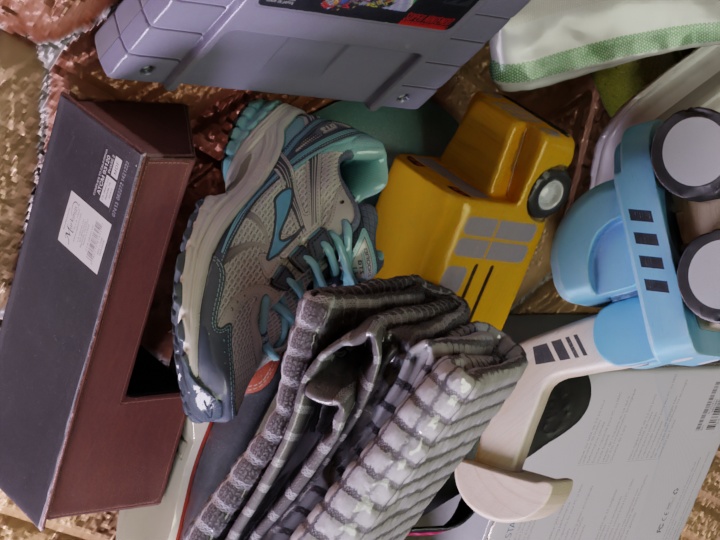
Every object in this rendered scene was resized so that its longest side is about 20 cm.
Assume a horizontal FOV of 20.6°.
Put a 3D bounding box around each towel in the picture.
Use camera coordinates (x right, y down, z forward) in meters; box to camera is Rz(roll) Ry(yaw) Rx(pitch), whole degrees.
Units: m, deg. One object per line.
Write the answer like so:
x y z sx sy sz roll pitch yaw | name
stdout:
0.138 -0.187 1.011 0.149 0.031 0.200 -16 136 -17 | towel
-0.009 0.086 0.931 0.166 0.086 0.200 -54 169 9 | towel

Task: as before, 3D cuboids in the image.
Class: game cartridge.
-0.011 -0.128 0.951 0.200 0.038 0.130 2 152 -41 | game cartridge

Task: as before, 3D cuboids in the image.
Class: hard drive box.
0.137 0.111 1.262 0.200 0.077 0.156 2 115 -43 | hard drive box

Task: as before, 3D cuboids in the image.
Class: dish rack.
0.207 -0.066 1.186 0.172 0.044 0.200 -37 157 -20 | dish rack

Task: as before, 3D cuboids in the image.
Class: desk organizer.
-0.121 0.020 0.971 0.077 0.072 0.200 -3 118 -44 | desk organizer

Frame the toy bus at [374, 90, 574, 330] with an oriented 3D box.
0.039 0.005 1.059 0.078 0.065 0.200 5 114 -42 | toy bus

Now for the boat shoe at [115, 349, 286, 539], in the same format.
-0.079 0.104 1.038 0.062 0.071 0.200 8 111 -30 | boat shoe

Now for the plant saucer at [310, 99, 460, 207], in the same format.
0.000 0.000 1.094 0.200 0.036 0.200 -23 129 -30 | plant saucer

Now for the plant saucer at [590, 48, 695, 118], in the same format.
0.201 -0.198 1.135 0.200 0.048 0.200 -45 138 -9 | plant saucer

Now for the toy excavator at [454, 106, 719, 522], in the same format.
0.136 0.025 1.064 0.100 0.200 0.195 7 71 -63 | toy excavator

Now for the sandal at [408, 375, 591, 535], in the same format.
0.048 0.113 1.121 0.200 0.045 0.075 -31 130 -4 | sandal

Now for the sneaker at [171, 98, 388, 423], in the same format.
-0.034 -0.009 0.940 0.078 0.086 0.200 91 11 -46 | sneaker
